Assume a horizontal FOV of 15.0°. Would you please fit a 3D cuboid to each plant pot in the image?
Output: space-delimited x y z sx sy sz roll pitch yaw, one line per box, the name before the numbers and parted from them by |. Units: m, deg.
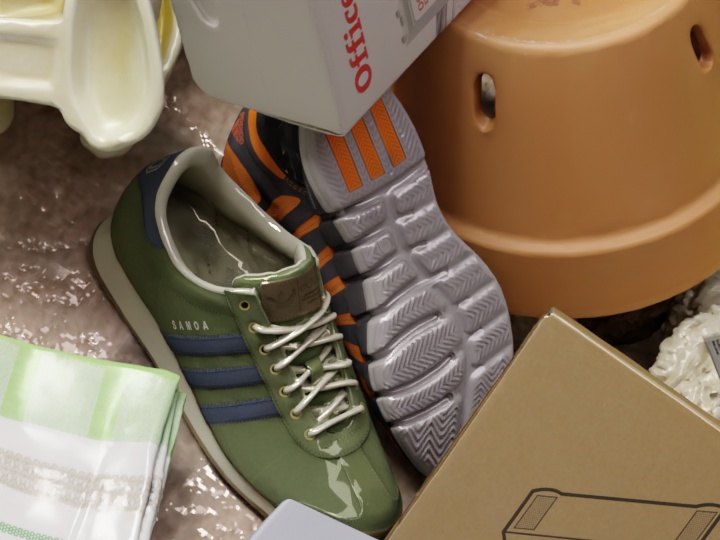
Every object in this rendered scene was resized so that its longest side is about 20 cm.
plant pot | 0.098 -0.097 1.297 0.199 0.141 0.201 -4 44 4

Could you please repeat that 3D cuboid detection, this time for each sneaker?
sneaker | -0.042 0.031 1.216 0.067 0.090 0.200 -28 73 -40
sneaker | 0.000 0.000 1.273 0.077 0.112 0.201 -26 106 -28

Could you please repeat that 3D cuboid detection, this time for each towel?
towel | -0.158 0.106 1.124 0.148 0.031 0.201 15 50 -4

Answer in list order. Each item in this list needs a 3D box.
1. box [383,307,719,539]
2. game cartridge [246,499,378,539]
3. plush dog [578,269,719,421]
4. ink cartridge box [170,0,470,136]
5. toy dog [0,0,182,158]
box | 0.118 0.137 1.192 0.199 0.164 0.021 34 14 -2
game cartridge | -0.019 0.195 1.111 0.133 0.041 0.201 29 49 -12
plush dog | 0.196 0.054 1.309 0.199 0.161 0.172 25 22 -12
ink cartridge box | 0.004 -0.177 1.187 0.082 0.147 0.200 19 53 31
toy dog | -0.145 -0.145 1.239 0.139 0.200 0.195 -4 98 7
